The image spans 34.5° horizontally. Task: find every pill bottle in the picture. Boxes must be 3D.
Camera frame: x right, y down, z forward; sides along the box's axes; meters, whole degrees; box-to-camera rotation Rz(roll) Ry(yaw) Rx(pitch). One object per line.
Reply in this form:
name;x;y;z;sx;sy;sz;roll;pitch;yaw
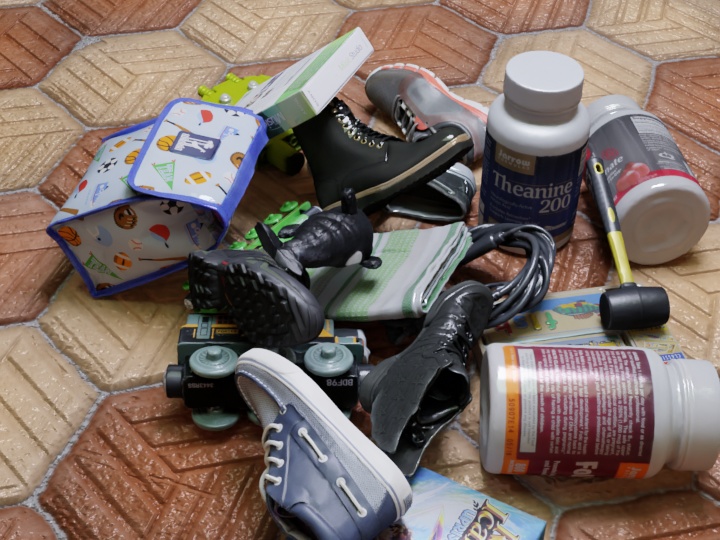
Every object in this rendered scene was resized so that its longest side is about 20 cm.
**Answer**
pill bottle;0.187;-0.126;1.247;0.109;0.202;0.112;1;40;0
pill bottle;0.307;-0.110;1.301;0.109;0.112;0.201;-4;40;-6
pill bottle;0.207;0.124;1.021;0.197;0.115;0.115;2;40;1

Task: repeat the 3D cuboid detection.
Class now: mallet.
mallet;0.270;-0.030;1.181;0.065;0.041;0.202;2;59;-3

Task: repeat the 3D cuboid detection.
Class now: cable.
cable;0.104;0.008;1.178;0.198;0.051;0.163;-24;26;-3

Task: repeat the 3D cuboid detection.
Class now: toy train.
toy train;-0.083;0.088;1.085;0.197;0.086;0.114;-1;31;-3
toy train;-0.108;-0.017;1.222;0.056;0.042;0.200;-1;31;44

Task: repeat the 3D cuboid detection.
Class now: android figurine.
android figurine;-0.121;-0.188;1.436;0.181;0.041;0.200;-29;51;-31

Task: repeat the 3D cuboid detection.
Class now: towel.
towel;0.000;0.000;1.169;0.198;0.031;0.149;-2;31;30

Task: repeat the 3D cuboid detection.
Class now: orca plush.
orca plush;-0.034;-0.049;1.099;0.104;0.072;0.199;23;14;30

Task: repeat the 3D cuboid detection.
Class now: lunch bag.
lunch bag;-0.199;-0.084;1.197;0.198;0.124;0.171;-14;37;26

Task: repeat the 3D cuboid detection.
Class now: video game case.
video game case;0.029;0.245;0.928;0.180;0.046;0.200;22;44;20

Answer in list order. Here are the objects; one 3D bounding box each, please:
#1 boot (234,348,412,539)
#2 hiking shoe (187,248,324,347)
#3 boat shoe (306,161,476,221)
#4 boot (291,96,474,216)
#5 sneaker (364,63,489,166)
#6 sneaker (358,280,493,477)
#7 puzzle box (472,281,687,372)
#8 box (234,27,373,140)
boot;-0.056;0.148;0.944;0.090;0.073;0.199;-34;57;-30
hiking shoe;-0.080;0.012;1.075;0.100;0.077;0.199;-15;24;-33
boat shoe;0.033;-0.103;1.313;0.197;0.073;0.071;9;36;5
boot;0.011;-0.141;1.236;0.199;0.140;0.077;-26;-4;31
sneaker;0.075;-0.188;1.417;0.199;0.078;0.082;27;53;28
sneaker;0.073;0.089;1.026;0.200;0.060;0.104;-42;27;-20
puzzle box;0.210;0.073;1.149;0.197;0.026;0.134;-7;41;-10
box;-0.090;-0.186;1.289;0.199;0.036;0.145;-22;23;43
